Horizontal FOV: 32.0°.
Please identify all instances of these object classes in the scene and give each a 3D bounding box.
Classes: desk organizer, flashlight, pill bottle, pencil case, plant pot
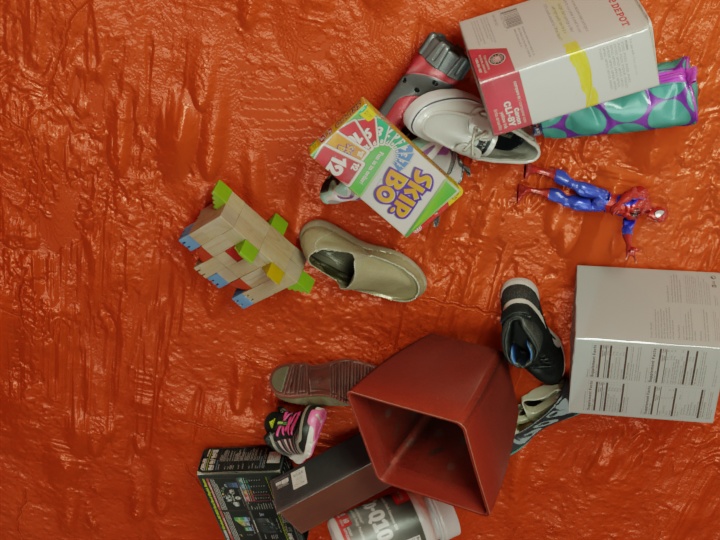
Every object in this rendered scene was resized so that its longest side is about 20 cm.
[{"bbox_3d":[-0.039,0.344,2.055,0.200,0.072,0.077,-29,130,10],"label":"desk organizer"},{"bbox_3d":[0.060,-0.200,1.572,0.068,0.068,0.200,28,110,-18],"label":"flashlight"},{"bbox_3d":[0.056,0.428,2.080,0.199,0.114,0.114,-21,129,-9],"label":"pill bottle"},{"bbox_3d":[0.310,-0.211,1.537,0.199,0.085,0.092,-4,156,14],"label":"pencil case"},{"bbox_3d":[0.128,0.209,1.851,0.199,0.176,0.200,13,137,34],"label":"plant pot"}]

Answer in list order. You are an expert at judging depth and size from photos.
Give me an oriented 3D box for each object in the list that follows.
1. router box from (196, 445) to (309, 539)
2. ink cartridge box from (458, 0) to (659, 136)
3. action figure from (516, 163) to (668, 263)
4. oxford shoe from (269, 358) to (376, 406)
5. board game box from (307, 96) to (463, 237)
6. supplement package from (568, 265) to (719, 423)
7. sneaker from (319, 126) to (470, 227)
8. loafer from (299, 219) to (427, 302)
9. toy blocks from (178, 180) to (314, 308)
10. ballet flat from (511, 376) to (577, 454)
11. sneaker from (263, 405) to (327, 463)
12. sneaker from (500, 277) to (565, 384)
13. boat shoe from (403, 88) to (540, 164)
[{"bbox_3d":[-0.180,0.390,2.168,0.149,0.062,0.200,-4,130,13],"label":"router box"},{"bbox_3d":[0.228,-0.251,1.452,0.199,0.145,0.084,-17,128,7],"label":"ink cartridge box"},{"bbox_3d":[0.307,-0.078,1.650,0.199,0.099,0.065,10,133,-1],"label":"action figure"},{"bbox_3d":[-0.040,0.181,1.972,0.199,0.071,0.075,5,158,5],"label":"oxford shoe"},{"bbox_3d":[0.037,-0.121,1.573,0.095,0.030,0.200,-41,125,17],"label":"board game box"},{"bbox_3d":[0.394,0.101,1.747,0.199,0.152,0.151,3,132,8],"label":"supplement package"},{"bbox_3d":[0.054,-0.106,1.684,0.200,0.078,0.140,-25,121,29],"label":"sneaker"},{"bbox_3d":[0.000,0.000,1.791,0.199,0.068,0.076,24,131,-10],"label":"loafer"},{"bbox_3d":[-0.179,-0.024,1.801,0.137,0.100,0.200,-25,123,41],"label":"toy blocks"},{"bbox_3d":[0.257,0.222,1.936,0.200,0.073,0.073,-34,117,26],"label":"ballet flat"},{"bbox_3d":[-0.111,0.254,2.004,0.087,0.074,0.200,24,158,-3],"label":"sneaker"},{"bbox_3d":[0.243,0.119,1.818,0.073,0.112,0.200,-12,127,21],"label":"sneaker"},{"bbox_3d":[0.143,-0.169,1.561,0.200,0.066,0.072,12,124,-40],"label":"boat shoe"}]
